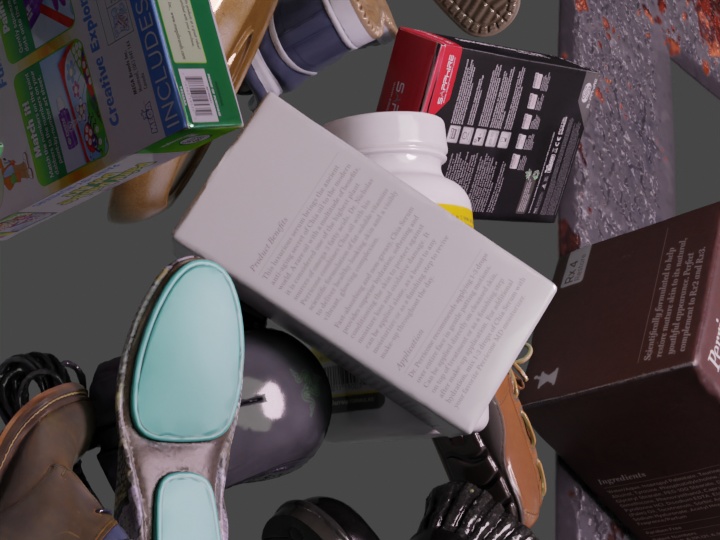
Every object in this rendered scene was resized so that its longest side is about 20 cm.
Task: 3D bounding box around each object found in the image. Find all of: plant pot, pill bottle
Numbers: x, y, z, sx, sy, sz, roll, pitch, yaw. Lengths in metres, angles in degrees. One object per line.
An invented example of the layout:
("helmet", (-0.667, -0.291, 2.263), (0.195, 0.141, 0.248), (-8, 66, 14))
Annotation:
("plant pot", (-0.085, -0.111, 0.827), (0.027, 0.201, 0.201), (27, 50, -2))
("pill bottle", (0.020, 0.006, 0.945), (0.112, 0.112, 0.202), (5, 78, -47))

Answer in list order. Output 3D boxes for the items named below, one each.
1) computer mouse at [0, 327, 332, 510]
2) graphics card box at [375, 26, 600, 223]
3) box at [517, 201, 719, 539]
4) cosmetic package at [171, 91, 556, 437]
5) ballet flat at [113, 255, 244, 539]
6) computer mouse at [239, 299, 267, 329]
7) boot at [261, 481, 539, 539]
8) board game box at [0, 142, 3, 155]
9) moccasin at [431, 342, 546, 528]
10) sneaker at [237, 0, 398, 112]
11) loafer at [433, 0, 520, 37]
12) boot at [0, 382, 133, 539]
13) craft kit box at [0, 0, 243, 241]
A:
("computer mouse", (-0.089, 0.087, 0.814), (0.199, 0.053, 0.140), (-17, 85, -35))
("graphics card box", (0.089, -0.102, 1.081), (0.199, 0.051, 0.127), (-1, 111, -47))
("box", (0.255, 0.089, 1.151), (0.200, 0.163, 0.167), (45, 46, -27))
("cosmetic package", (0.000, 0.000, 0.849), (0.199, 0.071, 0.102), (34, 80, -2))
("ballet flat", (-0.100, 0.095, 0.747), (0.072, 0.072, 0.203), (15, 69, -44))
("computer mouse", (-0.074, -0.017, 0.914), (0.058, 0.034, 0.202), (28, 59, -21))
("boot", (0.032, 0.182, 0.927), (0.158, 0.079, 0.212), (-52, 126, -38))
("board game box", (-0.265, -0.098, 0.646), (0.134, 0.029, 0.200), (-5, 39, -48))
("moccasin", (0.082, 0.084, 1.031), (0.078, 0.073, 0.203), (-28, 94, -59))
("sneaker", (-0.037, -0.164, 1.004), (0.071, 0.108, 0.200), (61, 11, -7))
("loafer", (0.042, -0.261, 1.122), (0.201, 0.075, 0.068), (52, 5, -8))
("boot", (-0.144, 0.125, 0.676), (0.097, 0.075, 0.200), (36, 24, -1))
("craft kit box", (-0.161, -0.135, 0.743), (0.048, 0.196, 0.202), (-9, 83, -52))
